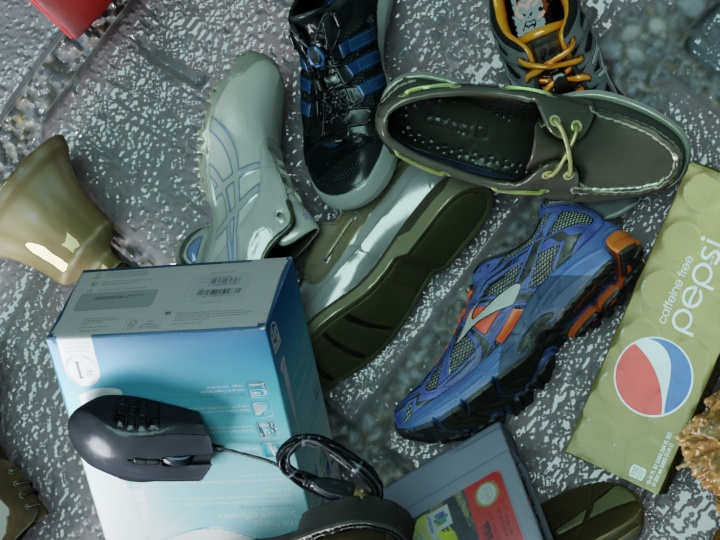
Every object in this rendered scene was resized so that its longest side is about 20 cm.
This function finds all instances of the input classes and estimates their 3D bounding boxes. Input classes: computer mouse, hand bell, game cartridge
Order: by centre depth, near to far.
[{"bbox_3d":[-0.083,0.118,1.236,0.198,0.034,0.059,10,123,5],"label":"computer mouse"},{"bbox_3d":[0.057,0.188,1.259,0.133,0.201,0.041,-34,121,10],"label":"game cartridge"},{"bbox_3d":[-0.160,0.010,1.389,0.199,0.104,0.104,38,94,2],"label":"hand bell"}]

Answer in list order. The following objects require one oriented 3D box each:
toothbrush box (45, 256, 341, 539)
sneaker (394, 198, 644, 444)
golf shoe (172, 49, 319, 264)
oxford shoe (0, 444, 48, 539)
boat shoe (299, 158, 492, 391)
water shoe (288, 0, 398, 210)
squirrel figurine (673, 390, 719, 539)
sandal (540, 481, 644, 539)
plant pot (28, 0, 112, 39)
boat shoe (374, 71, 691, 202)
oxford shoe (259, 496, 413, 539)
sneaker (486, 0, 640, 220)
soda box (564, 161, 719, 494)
[{"bbox_3d":[-0.100,0.101,1.299,0.145,0.086,0.202,-4,120,15],"label":"toothbrush box"},{"bbox_3d":[0.094,0.035,1.319,0.200,0.075,0.079,-45,60,8],"label":"sneaker"},{"bbox_3d":[-0.063,-0.046,1.347,0.096,0.078,0.202,5,79,28],"label":"golf shoe"},{"bbox_3d":[-0.256,0.147,1.402,0.083,0.073,0.202,-1,86,-1],"label":"oxford shoe"},{"bbox_3d":[0.000,0.000,1.348,0.200,0.075,0.068,-46,56,8],"label":"boat shoe"},{"bbox_3d":[-0.022,-0.136,1.335,0.071,0.079,0.202,-18,60,30],"label":"water shoe"},{"bbox_3d":[0.264,0.096,1.195,0.140,0.200,0.189,2,97,22],"label":"squirrel figurine"},{"bbox_3d":[0.093,0.198,1.303,0.198,0.081,0.054,-22,121,8],"label":"sandal"},{"bbox_3d":[-0.207,-0.287,1.369,0.200,0.200,0.183,41,86,15],"label":"plant pot"},{"bbox_3d":[0.107,-0.079,1.268,0.200,0.060,0.073,10,106,5],"label":"boat shoe"},{"bbox_3d":[-0.054,0.211,1.243,0.199,0.072,0.085,-33,36,37],"label":"oxford shoe"},{"bbox_3d":[0.126,-0.127,1.320,0.078,0.077,0.202,-24,82,8],"label":"sneaker"},{"bbox_3d":[0.202,0.037,1.289,0.067,0.064,0.202,24,90,15],"label":"soda box"}]
